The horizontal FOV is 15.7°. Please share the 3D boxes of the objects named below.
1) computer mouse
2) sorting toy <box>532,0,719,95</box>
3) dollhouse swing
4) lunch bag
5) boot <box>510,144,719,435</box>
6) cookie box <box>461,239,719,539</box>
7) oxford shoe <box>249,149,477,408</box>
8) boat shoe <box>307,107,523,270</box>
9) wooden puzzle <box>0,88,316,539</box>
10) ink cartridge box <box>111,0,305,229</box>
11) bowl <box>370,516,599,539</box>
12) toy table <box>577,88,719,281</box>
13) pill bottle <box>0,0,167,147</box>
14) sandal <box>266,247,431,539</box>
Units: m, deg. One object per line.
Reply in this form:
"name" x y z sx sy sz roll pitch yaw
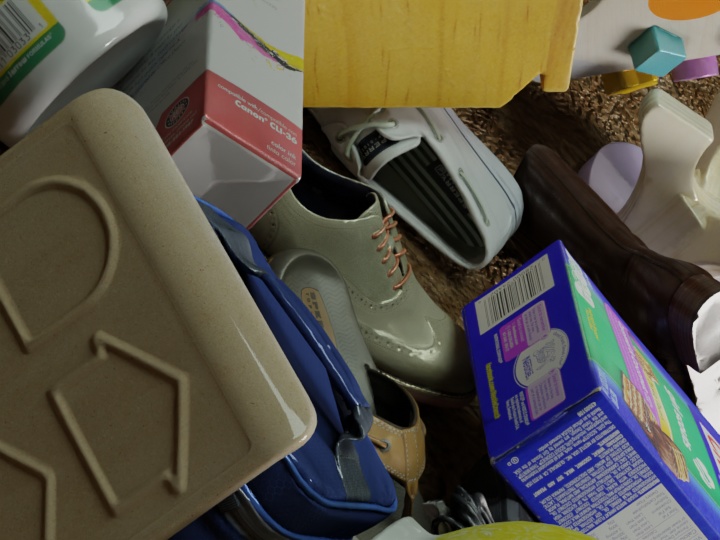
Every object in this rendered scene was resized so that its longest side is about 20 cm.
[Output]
"computer mouse" 0.076 0.152 1.348 0.139 0.053 0.200 52 11 -8
"sorting toy" 0.162 -0.157 1.697 0.200 0.179 0.107 -37 109 -84
"dollhouse swing" 0.019 -0.219 1.534 0.199 0.182 0.176 -1 38 -9
"lunch bag" -0.072 0.064 1.191 0.200 0.132 0.136 59 15 18
"boot" 0.158 0.035 1.596 0.064 0.187 0.200 -25 40 -25
"cookie box" 0.147 0.109 1.424 0.200 0.075 0.171 50 15 -24
"oxford shoe" 0.000 0.000 1.438 0.200 0.074 0.071 38 32 -15
"boat shoe" 0.020 -0.083 1.557 0.200 0.074 0.067 40 33 -9
"wooden puzzle" -0.137 0.049 1.123 0.186 0.200 0.046 59 9 19
"ink cartridge box" -0.088 -0.093 1.396 0.067 0.116 0.200 31 35 -25
"bowl" 0.031 0.175 1.169 0.108 0.200 0.200 45 30 12
"toy table" 0.221 -0.038 1.711 0.183 0.117 0.201 23 39 -33
"pill bottle" -0.203 -0.171 1.351 0.200 0.113 0.113 48 31 3
"sandal" 0.003 0.075 1.359 0.082 0.055 0.201 4 64 -47
